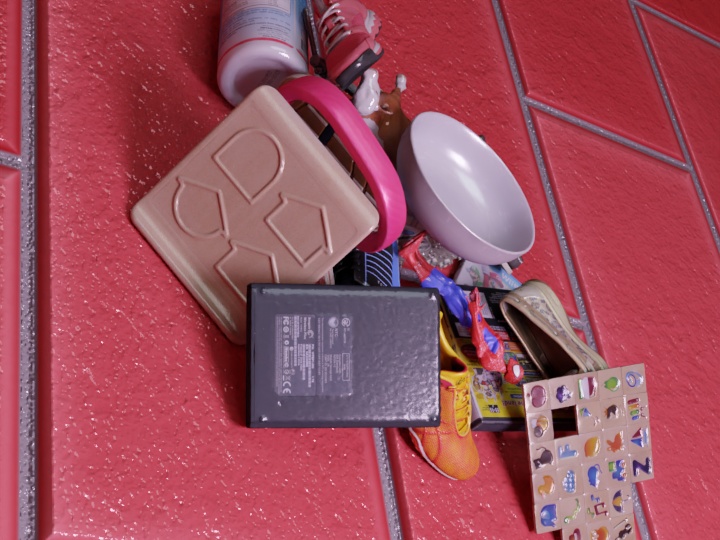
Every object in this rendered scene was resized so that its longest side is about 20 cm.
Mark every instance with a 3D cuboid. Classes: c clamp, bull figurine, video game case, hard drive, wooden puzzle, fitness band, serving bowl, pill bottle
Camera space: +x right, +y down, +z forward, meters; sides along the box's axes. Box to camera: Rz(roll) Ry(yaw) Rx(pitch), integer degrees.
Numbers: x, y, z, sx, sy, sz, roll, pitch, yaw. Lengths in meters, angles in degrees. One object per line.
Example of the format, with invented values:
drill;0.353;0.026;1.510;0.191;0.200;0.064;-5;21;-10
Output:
c clamp;-0.009;-0.201;1.505;0.200;0.027;0.174;35;46;-58
bull figurine;0.036;-0.173;1.494;0.122;0.064;0.201;-74;146;-44
video game case;0.162;0.070;1.522;0.143;0.018;0.201;40;40;-9
hard drive;-0.015;0.086;1.236;0.196;0.033;0.142;2;83;-15
video game case;0.177;0.104;1.475;0.198;0.025;0.183;7;55;-40
wooden puzzle;-0.107;-0.056;1.270;0.186;0.200;0.046;49;6;1
fitness band;-0.028;-0.108;1.302;0.037;0.143;0.201;-32;86;-32
serving bowl;0.111;-0.085;1.434;0.199;0.066;0.202;33;35;-27
pill bottle;-0.116;-0.293;1.487;0.108;0.109;0.202;22;46;-28

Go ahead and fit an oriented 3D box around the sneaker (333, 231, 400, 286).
sneaker;0.000;0.000;1.365;0.078;0.069;0.203;17;55;-57

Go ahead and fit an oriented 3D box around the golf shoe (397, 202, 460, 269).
golf shoe;0.067;-0.055;1.495;0.198;0.078;0.098;-2;54;-45

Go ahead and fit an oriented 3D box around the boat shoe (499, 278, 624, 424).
boat shoe;0.232;0.107;1.453;0.062;0.073;0.201;-23;73;-41

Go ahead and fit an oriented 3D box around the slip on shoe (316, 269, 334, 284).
slip on shoe;-0.077;-0.052;1.312;0.060;0.074;0.203;-18;104;-30

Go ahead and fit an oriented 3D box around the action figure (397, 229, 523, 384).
action figure;0.119;0.045;1.395;0.201;0.051;0.065;55;10;-5

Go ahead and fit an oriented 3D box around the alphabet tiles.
alphabet tiles;0.263;0.217;1.406;0.165;0.008;0.204;-7;93;-24

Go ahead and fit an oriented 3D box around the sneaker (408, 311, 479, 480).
sneaker;0.087;0.138;1.323;0.073;0.076;0.202;-42;115;-46

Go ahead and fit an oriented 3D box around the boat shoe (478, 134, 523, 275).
boat shoe;0.169;-0.089;1.596;0.203;0.060;0.072;68;8;29

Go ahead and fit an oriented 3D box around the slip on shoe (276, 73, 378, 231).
slip on shoe;-0.016;-0.135;1.374;0.201;0.076;0.060;51;33;12

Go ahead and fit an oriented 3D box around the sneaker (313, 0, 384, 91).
sneaker;-0.027;-0.272;1.423;0.087;0.073;0.201;45;20;-21
